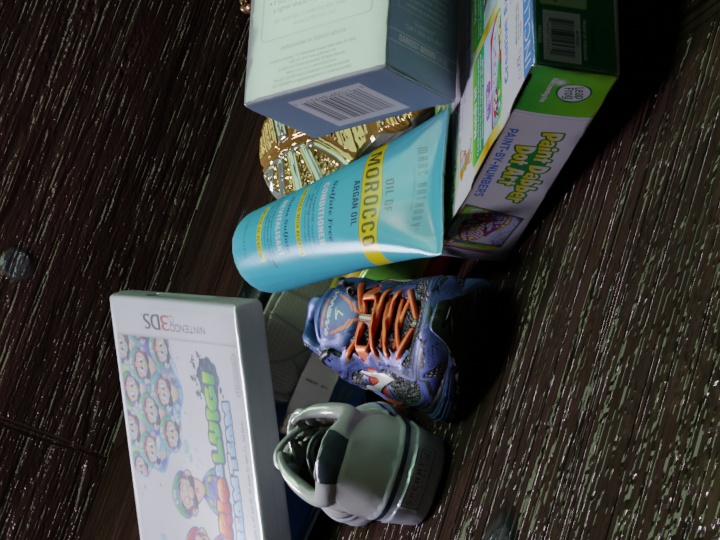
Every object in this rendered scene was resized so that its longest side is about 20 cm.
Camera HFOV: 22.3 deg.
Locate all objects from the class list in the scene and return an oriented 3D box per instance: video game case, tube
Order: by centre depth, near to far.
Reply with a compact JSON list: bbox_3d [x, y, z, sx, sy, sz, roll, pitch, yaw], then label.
[{"bbox_3d":[-0.005,-0.028,1.001,0.200,0.050,0.078,-20,68,58],"label":"tube"},{"bbox_3d":[-0.104,0.115,1.184,0.182,0.024,0.201,2,101,57],"label":"video game case"}]

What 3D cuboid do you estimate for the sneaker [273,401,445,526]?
[{"bbox_3d":[-0.010,0.098,1.000,0.200,0.071,0.073,152,138,-75],"label":"sneaker"}]

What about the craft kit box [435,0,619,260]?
[{"bbox_3d":[0.077,-0.135,0.903,0.198,0.048,0.201,120,154,-64],"label":"craft kit box"}]

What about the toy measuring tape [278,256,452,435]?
[{"bbox_3d":[0.003,0.019,1.084,0.201,0.073,0.074,-64,10,9],"label":"toy measuring tape"}]

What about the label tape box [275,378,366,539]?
[{"bbox_3d":[-0.054,0.108,1.242,0.200,0.066,0.144,-96,29,-73],"label":"label tape box"}]

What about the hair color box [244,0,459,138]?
[{"bbox_3d":[-0.001,-0.180,0.959,0.099,0.061,0.201,-10,70,39],"label":"hair color box"}]

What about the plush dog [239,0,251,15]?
[{"bbox_3d":[-0.066,-0.254,1.141,0.172,0.160,0.201,74,-177,-69],"label":"plush dog"}]

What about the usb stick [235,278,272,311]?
[{"bbox_3d":[-0.076,0.042,1.230,0.200,0.032,0.056,-63,19,22],"label":"usb stick"}]

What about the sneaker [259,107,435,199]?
[{"bbox_3d":[0.018,-0.090,1.111,0.200,0.087,0.076,-25,75,48],"label":"sneaker"}]

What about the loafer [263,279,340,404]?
[{"bbox_3d":[0.000,0.000,1.167,0.200,0.072,0.063,-58,-9,-5],"label":"loafer"}]

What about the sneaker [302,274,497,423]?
[{"bbox_3d":[0.014,0.037,0.969,0.200,0.078,0.076,148,139,-74],"label":"sneaker"}]
